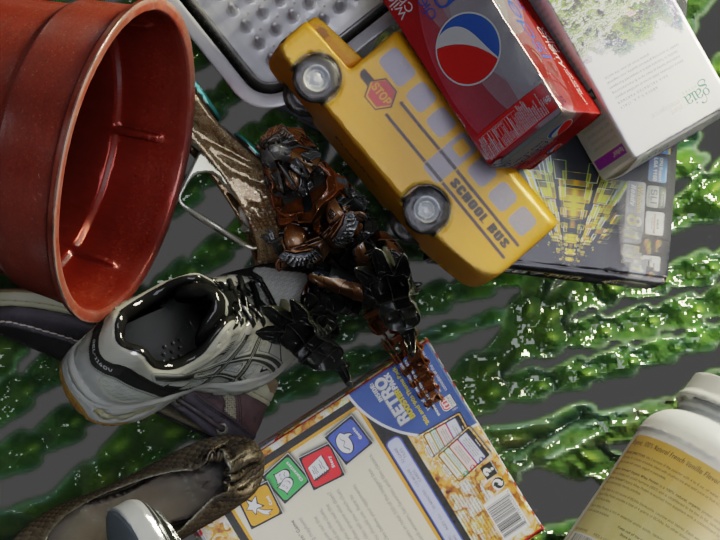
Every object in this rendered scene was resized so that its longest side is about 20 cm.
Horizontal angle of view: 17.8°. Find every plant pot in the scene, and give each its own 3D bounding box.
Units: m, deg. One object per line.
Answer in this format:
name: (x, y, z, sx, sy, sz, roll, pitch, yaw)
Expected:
plant pot: (-0.230, -0.089, 1.428, 0.194, 0.201, 0.202, 14, 82, 15)

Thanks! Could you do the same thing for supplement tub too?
supplement tub: (0.215, 0.183, 1.514, 0.144, 0.144, 0.201, 37, 80, -5)

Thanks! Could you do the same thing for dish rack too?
dish rack: (-0.058, -0.218, 1.535, 0.171, 0.044, 0.200, -38, 79, -6)

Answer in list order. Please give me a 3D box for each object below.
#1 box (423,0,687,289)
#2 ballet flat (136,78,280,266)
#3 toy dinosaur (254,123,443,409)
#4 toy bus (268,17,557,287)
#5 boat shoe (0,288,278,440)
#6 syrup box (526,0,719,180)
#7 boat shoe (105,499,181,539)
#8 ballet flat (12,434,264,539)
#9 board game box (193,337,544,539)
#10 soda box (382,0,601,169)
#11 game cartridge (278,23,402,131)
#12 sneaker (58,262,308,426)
box: (0.130, -0.095, 1.540, 0.160, 0.049, 0.202, 8, 82, -11)
ballet flat: (-0.108, -0.079, 1.522, 0.065, 0.071, 0.200, -43, 91, -8)
toy dinosaur: (0.000, 0.000, 1.470, 0.199, 0.136, 0.102, 36, 111, -13)
toy bus: (0.030, -0.080, 1.465, 0.078, 0.065, 0.200, -40, 91, -10)
boat shoe: (-0.153, 0.066, 1.500, 0.199, 0.072, 0.065, 20, 77, -13)
syrup box: (0.150, -0.166, 1.486, 0.078, 0.081, 0.201, -29, 89, -13)
boat shoe: (-0.089, 0.219, 1.425, 0.068, 0.073, 0.200, -33, 103, -24)
ballet flat: (-0.147, 0.162, 1.451, 0.199, 0.046, 0.068, -27, 85, -16)
board game box: (-0.001, 0.162, 1.528, 0.199, 0.046, 0.152, -32, 91, -11)
soda box: (0.065, -0.161, 1.449, 0.063, 0.070, 0.201, -37, 75, 23)
game cartridge: (0.049, -0.131, 1.571, 0.199, 0.041, 0.134, 26, 77, -7)
sneaker: (-0.090, 0.036, 1.442, 0.199, 0.088, 0.076, -25, 75, -39)
